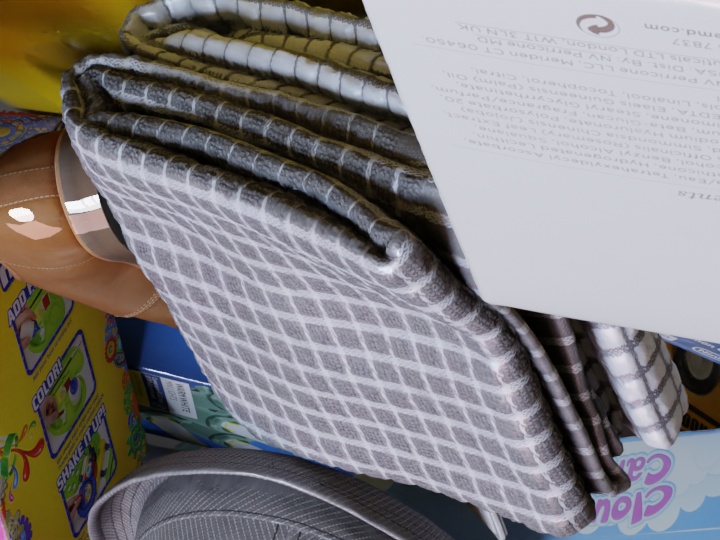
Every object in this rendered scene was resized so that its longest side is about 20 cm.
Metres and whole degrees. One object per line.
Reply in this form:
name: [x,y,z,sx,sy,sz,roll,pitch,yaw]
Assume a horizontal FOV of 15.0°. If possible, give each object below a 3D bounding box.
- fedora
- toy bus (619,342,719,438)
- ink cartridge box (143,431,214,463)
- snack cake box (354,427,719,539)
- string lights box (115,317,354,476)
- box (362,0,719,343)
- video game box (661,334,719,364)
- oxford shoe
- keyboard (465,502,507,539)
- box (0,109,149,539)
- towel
fedora: [-0.033,0.153,1.056,0.176,0.090,0.200,19,149,2]
toy bus: [0.086,0.045,1.119,0.065,0.078,0.200,-6,151,46]
ink cartridge box: [-0.070,0.156,1.314,0.200,0.146,0.147,19,-158,25]
snack cake box: [0.100,0.120,1.097,0.200,0.067,0.115,-9,148,39]
string lights box: [-0.042,0.046,1.252,0.199,0.059,0.103,13,160,7]
box: [0.081,-0.086,0.653,0.106,0.153,0.200,9,159,15]
video game box: [0.124,-0.022,0.960,0.200,0.047,0.182,22,158,-16]
oxford shoe: [-0.100,-0.015,1.074,0.071,0.072,0.200,-12,163,14]
keyboard: [0.011,0.043,1.090,0.200,0.011,0.056,-134,26,-60]
box: [-0.218,0.034,1.157,0.199,0.122,0.193,9,133,20]
towel: [0.000,0.000,0.935,0.200,0.086,0.166,19,146,43]
